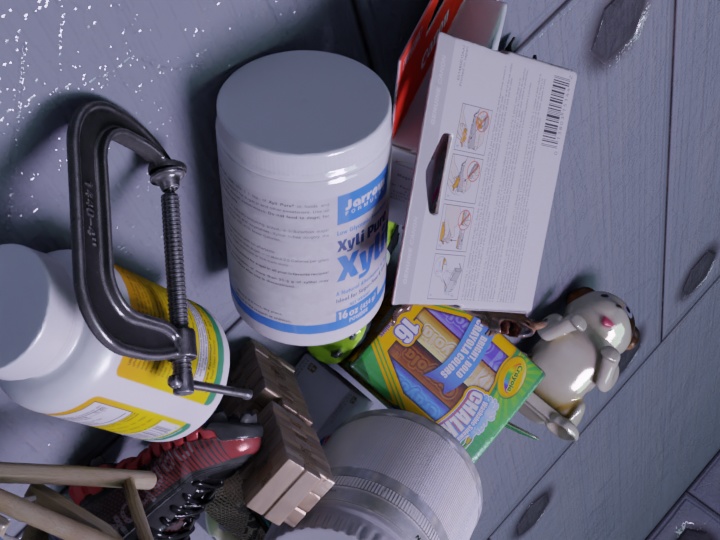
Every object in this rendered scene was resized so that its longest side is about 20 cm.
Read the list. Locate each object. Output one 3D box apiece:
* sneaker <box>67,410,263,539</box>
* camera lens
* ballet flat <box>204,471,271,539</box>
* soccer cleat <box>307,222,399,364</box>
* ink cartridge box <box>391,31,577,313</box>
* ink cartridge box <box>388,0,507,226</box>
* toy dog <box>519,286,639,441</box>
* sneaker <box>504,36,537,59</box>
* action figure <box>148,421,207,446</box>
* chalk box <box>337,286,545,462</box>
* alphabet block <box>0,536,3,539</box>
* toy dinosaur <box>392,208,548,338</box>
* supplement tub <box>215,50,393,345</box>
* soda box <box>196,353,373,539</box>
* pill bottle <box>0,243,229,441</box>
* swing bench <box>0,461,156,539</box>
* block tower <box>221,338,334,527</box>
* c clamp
[{"bbox_3d":[-0.150,0.178,0.904,0.200,0.098,0.071,-28,157,27],"label":"sneaker"},{"bbox_3d":[0.012,0.229,0.992,0.200,0.160,0.160,-48,159,-59],"label":"camera lens"},{"bbox_3d":[-0.096,0.243,1.043,0.075,0.068,0.200,-16,135,14],"label":"ballet flat"},{"bbox_3d":[0.000,0.000,1.051,0.081,0.067,0.200,-37,151,-55],"label":"soccer cleat"},{"bbox_3d":[0.085,-0.071,0.869,0.176,0.045,0.201,5,98,-45],"label":"ink cartridge box"},{"bbox_3d":[0.073,-0.160,0.908,0.174,0.043,0.200,98,14,-54],"label":"ink cartridge box"},{"bbox_3d":[0.292,0.118,1.514,0.200,0.139,0.194,-49,163,-8],"label":"toy dog"},{"bbox_3d":[0.131,-0.135,1.012,0.104,0.060,0.200,-54,-166,21],"label":"sneaker"},{"bbox_3d":[-0.149,0.152,0.995,0.200,0.065,0.052,75,15,-54],"label":"action figure"},{"bbox_3d":[0.090,0.111,1.122,0.124,0.200,0.125,-48,-174,-9],"label":"chalk box"},{"bbox_3d":[-0.336,0.139,0.589,0.200,0.195,0.197,-43,147,-20],"label":"alphabet block"},{"bbox_3d":[0.103,-0.014,1.027,0.086,0.135,0.201,94,2,-60],"label":"toy dinosaur"},{"bbox_3d":[-0.042,-0.051,0.867,0.132,0.132,0.200,-35,146,-30],"label":"supplement tub"},{"bbox_3d":[-0.078,0.186,1.122,0.200,0.068,0.064,-53,148,-1],"label":"soda box"},{"bbox_3d":[-0.186,0.051,0.787,0.113,0.113,0.200,-54,150,1],"label":"pill bottle"},{"bbox_3d":[-0.260,0.232,0.787,0.200,0.130,0.199,22,104,-31],"label":"swing bench"},{"bbox_3d":[-0.076,0.136,0.955,0.054,0.200,0.058,38,102,-25],"label":"block tower"},{"bbox_3d":[-0.141,-0.011,0.759,0.027,0.201,0.171,-15,167,26],"label":"c clamp"}]
